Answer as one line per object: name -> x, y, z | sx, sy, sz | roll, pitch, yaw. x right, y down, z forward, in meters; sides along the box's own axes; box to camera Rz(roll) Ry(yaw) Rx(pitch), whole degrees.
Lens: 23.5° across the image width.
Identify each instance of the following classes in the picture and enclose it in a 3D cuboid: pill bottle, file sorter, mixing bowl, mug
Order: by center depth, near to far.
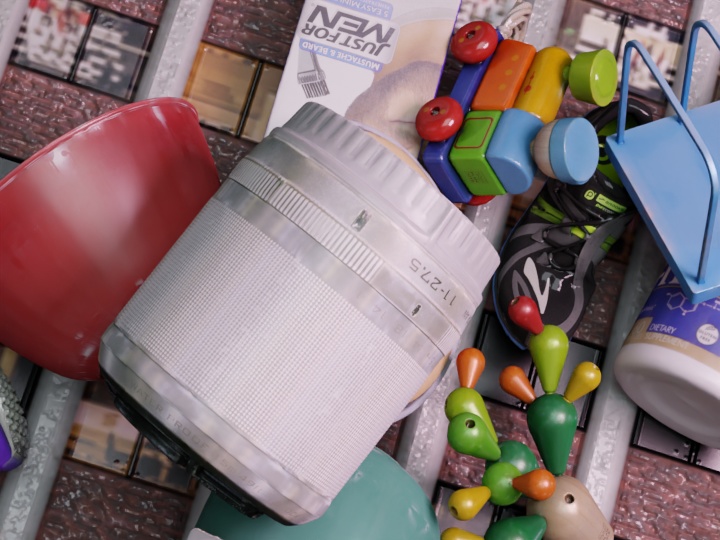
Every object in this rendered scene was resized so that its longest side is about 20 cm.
mixing bowl -> -0.154, -0.003, 1.087 | 0.199, 0.200, 0.109 | -35, 78, -14
mug -> -0.025, 0.181, 1.099 | 0.150, 0.186, 0.115 | 13, 55, 15
file sorter -> 0.277, -0.095, 1.104 | 0.198, 0.123, 0.140 | -17, 55, -9
pill bottle -> 0.268, 0.012, 1.184 | 0.119, 0.120, 0.201 | 31, 73, 1

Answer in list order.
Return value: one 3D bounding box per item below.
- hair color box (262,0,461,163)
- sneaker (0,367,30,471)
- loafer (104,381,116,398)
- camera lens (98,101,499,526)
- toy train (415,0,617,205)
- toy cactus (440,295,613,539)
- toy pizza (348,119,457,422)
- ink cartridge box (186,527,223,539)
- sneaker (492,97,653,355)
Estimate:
hair color box -> -0.005, -0.117, 1.211 | 0.108, 0.065, 0.202 | 16, 76, -4
sneaker -> -0.299, 0.063, 1.129 | 0.099, 0.070, 0.201 | -36, 79, -7
loafer -> -0.074, 0.051, 1.159 | 0.198, 0.063, 0.073 | -5, 76, -9
camera lens -> -0.037, 0.028, 0.974 | 0.160, 0.160, 0.201 | 38, 86, 3
toy train -> 0.127, -0.138, 1.196 | 0.115, 0.085, 0.201 | 3, 54, 35
toy cactus -> 0.118, 0.133, 1.125 | 0.165, 0.102, 0.202 | 43, 46, -36
toy pizza -> 0.000, 0.000, 1.112 | 0.199, 0.032, 0.203 | 9, 76, -39
ink cartridge box -> -0.060, 0.250, 1.057 | 0.161, 0.050, 0.201 | 24, 116, 0
sneaker -> 0.149, -0.036, 1.199 | 0.070, 0.083, 0.201 | 26, 75, -2
